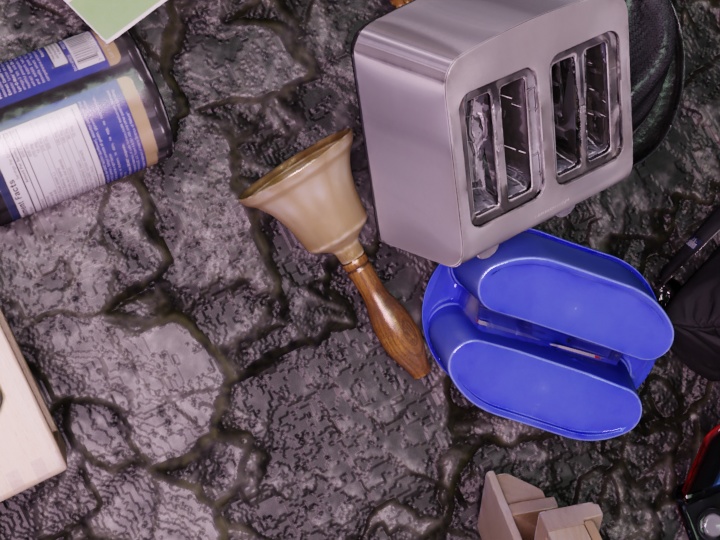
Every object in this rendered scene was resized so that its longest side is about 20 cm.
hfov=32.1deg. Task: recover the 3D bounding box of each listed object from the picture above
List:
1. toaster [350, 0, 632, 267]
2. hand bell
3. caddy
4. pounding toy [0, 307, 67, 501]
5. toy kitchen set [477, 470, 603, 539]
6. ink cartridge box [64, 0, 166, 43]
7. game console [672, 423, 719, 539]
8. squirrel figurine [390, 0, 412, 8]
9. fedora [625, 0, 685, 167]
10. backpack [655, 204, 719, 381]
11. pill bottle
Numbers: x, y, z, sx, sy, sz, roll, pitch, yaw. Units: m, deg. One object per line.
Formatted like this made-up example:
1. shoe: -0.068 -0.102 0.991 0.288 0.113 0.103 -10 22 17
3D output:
1. toaster: 0.098 -0.122 0.917 0.181 0.119 0.200 -26 124 -28
2. hand bell: 0.000 0.000 0.986 0.104 0.104 0.200 -34 101 -13
3. caddy: 0.148 0.047 0.991 0.200 0.105 0.142 19 102 -9
4. pounding toy: -0.300 0.076 0.839 0.142 0.200 0.184 -25 94 -13
5. toy kitchen set: 0.200 0.228 0.954 0.180 0.200 0.163 -9 43 -12
6. ink cartridge box: -0.194 -0.263 0.960 0.145 0.048 0.200 -40 72 -14
7. game console: 0.369 0.175 1.008 0.200 0.119 0.173 -19 86 -12
8. squirrel figurine: 0.044 -0.278 0.998 0.187 0.142 0.200 -30 87 -7
9. fedora: 0.199 -0.182 1.033 0.200 0.092 0.201 1 82 -10
10. backpack: 0.353 0.003 1.021 0.200 0.167 0.127 -47 112 -17
11. pill bottle: -0.249 -0.100 0.927 0.200 0.112 0.112 -23 88 -13
